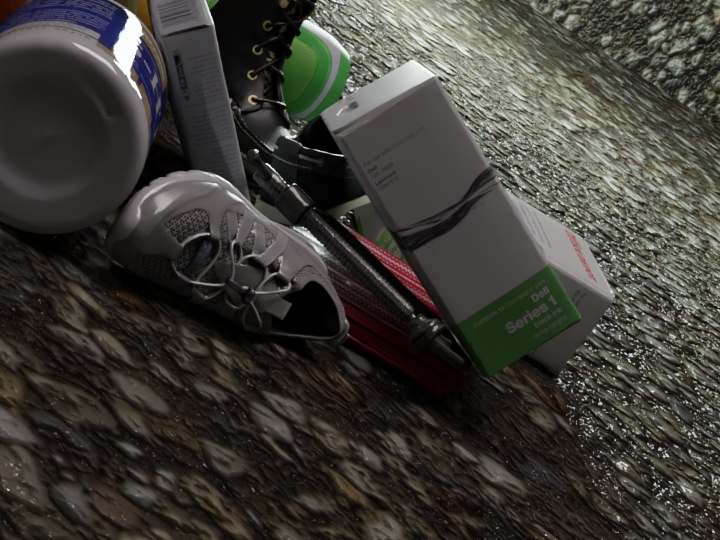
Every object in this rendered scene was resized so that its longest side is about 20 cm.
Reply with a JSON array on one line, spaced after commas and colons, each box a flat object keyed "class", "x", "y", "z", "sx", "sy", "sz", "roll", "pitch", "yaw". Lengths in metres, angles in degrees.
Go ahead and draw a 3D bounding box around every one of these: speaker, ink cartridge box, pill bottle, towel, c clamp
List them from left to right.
[{"class": "pill bottle", "x": -0.181, "y": -0.108, "z": 1.183, "sx": 0.119, "sy": 0.120, "sz": 0.200, "roll": 33, "pitch": 16, "yaw": -11}, {"class": "ink cartridge box", "x": -0.110, "y": -0.106, "z": 1.338, "sx": 0.200, "sy": 0.040, "sz": 0.201, "roll": -113, "pitch": -170, "yaw": -64}, {"class": "speaker", "x": -0.108, "y": -0.207, "z": 1.692, "sx": 0.199, "sy": 0.089, "sz": 0.089, "roll": 27, "pitch": 18, "yaw": -30}, {"class": "c clamp", "x": 0.000, "y": 0.000, "z": 1.301, "sx": 0.200, "sy": 0.027, "sz": 0.171, "roll": 44, "pitch": 2, "yaw": 4}, {"class": "towel", "x": 0.001, "y": 0.014, "z": 1.401, "sx": 0.144, "sy": 0.023, "sz": 0.200, "roll": 32, "pitch": 16, "yaw": -17}, {"class": "ink cartridge box", "x": 0.060, "y": -0.041, "z": 1.348, "sx": 0.201, "sy": 0.084, "sz": 0.146, "roll": 59, "pitch": 1, "yaw": -12}, {"class": "ink cartridge box", "x": 0.099, "y": -0.019, "z": 1.591, "sx": 0.199, "sy": 0.084, "sz": 0.146, "roll": 31, "pitch": 17, "yaw": -16}]

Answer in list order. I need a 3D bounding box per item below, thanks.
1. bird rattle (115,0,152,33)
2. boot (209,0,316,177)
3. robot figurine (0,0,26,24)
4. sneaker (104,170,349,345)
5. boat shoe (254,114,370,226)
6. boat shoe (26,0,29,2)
[{"class": "bird rattle", "x": -0.178, "y": -0.233, "z": 1.497, "sx": 0.112, "sy": 0.164, "sz": 0.200, "roll": 11, "pitch": 19, "yaw": -4}, {"class": "boot", "x": -0.072, "y": -0.171, "z": 1.536, "sx": 0.073, "sy": 0.154, "sz": 0.204, "roll": 19, "pitch": 23, "yaw": -45}, {"class": "robot figurine", "x": -0.309, "y": -0.235, "z": 1.276, "sx": 0.199, "sy": 0.145, "sz": 0.117, "roll": 26, "pitch": 5, "yaw": -8}, {"class": "sneaker", "x": -0.073, "y": -0.003, "z": 1.191, "sx": 0.199, "sy": 0.075, "sz": 0.082, "roll": 18, "pitch": 22, "yaw": -50}, {"class": "boat shoe", "x": -0.014, "y": -0.088, "z": 1.459, "sx": 0.071, "sy": 0.068, "sz": 0.200, "roll": 13, "pitch": 19, "yaw": 22}, {"class": "boat shoe", "x": -0.241, "y": -0.237, "z": 1.380, "sx": 0.075, "sy": 0.062, "sz": 0.201, "roll": 18, "pitch": -49, "yaw": 64}]
